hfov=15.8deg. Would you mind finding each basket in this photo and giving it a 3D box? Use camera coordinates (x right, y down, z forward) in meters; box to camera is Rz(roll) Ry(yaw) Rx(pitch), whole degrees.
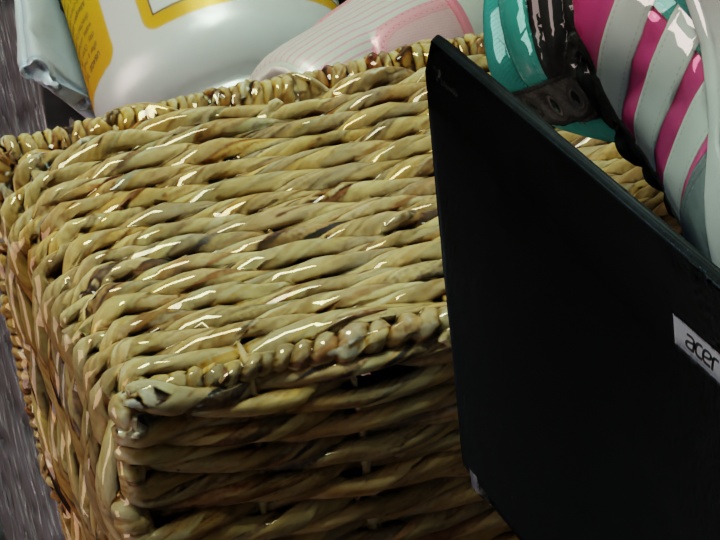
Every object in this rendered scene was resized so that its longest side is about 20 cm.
[{"bbox_3d":[0.005,0.032,0.758,0.149,0.199,0.143,-127,27,-53],"label":"basket"}]

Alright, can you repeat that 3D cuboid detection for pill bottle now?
[{"bbox_3d":[-0.067,-0.109,1.084,0.113,0.112,0.201,104,151,-59],"label":"pill bottle"}]

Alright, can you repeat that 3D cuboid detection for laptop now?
[{"bbox_3d":[0.100,0.054,0.590,0.104,0.200,0.177,-61,27,11],"label":"laptop"}]

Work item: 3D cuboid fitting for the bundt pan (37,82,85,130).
[{"bbox_3d":[-0.114,-0.071,1.359,0.202,0.075,0.203,169,90,-75],"label":"bundt pan"}]

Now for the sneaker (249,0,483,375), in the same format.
[{"bbox_3d":[0.000,0.000,0.912,0.075,0.105,0.201,20,124,38],"label":"sneaker"}]

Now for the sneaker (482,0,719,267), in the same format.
[{"bbox_3d":[0.086,-0.038,0.626,0.121,0.083,0.201,135,122,-73],"label":"sneaker"}]

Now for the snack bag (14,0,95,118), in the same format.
[{"bbox_3d":[-0.111,-0.116,1.188,0.189,0.021,0.200,40,-152,-48],"label":"snack bag"}]
